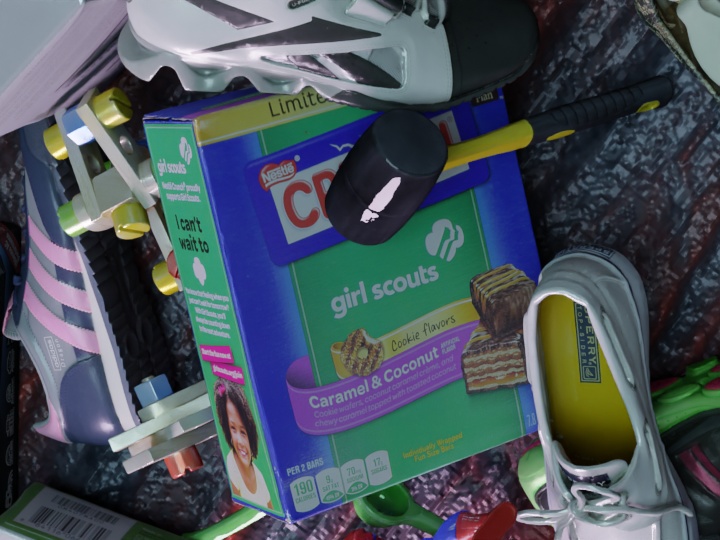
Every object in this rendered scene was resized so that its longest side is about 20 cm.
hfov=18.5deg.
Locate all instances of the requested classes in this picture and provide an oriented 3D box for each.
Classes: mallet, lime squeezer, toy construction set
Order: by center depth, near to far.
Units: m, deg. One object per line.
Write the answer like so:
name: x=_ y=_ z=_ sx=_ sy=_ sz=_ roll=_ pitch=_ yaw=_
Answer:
mallet: x=0.075 y=-0.068 z=1.049 sx=0.041 sy=0.200 sz=0.066 roll=59 pitch=152 yaw=17
toy construction set: x=-0.092 y=0.003 z=1.134 sx=0.092 sy=0.131 sz=0.200 roll=-11 pitch=92 yaw=20
lime squeezer: x=-0.006 y=0.135 z=1.194 sx=0.200 sy=0.038 sz=0.071 roll=4 pitch=104 yaw=14

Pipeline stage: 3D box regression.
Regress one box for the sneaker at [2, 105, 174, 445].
sneaker: x=-0.165 y=0.000 z=1.191 sx=0.082 sy=0.070 sz=0.200 roll=-11 pitch=95 yaw=22

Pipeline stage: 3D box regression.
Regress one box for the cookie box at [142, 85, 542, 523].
cookie box: x=0.000 y=0.000 z=1.092 sx=0.171 sy=0.075 sz=0.200 roll=-18 pitch=100 yaw=-26

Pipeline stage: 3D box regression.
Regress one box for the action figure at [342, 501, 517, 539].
action figure: x=0.031 y=0.155 z=1.121 sx=0.065 sy=0.200 sz=0.052 roll=36 pitch=68 yaw=-14

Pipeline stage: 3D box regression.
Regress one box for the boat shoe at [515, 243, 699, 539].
boat shoe: x=0.113 y=0.094 z=1.056 sx=0.075 sy=0.086 sz=0.202 roll=-1 pitch=107 yaw=24

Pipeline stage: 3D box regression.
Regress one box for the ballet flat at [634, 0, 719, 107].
ballet flat: x=0.203 y=-0.081 z=1.065 sx=0.200 sy=0.075 sz=0.068 roll=46 pitch=109 yaw=2

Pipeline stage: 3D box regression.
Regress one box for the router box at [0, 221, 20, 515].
router box: x=-0.238 y=0.080 z=1.187 sx=0.062 sy=0.150 sz=0.200 roll=6 pitch=104 yaw=14

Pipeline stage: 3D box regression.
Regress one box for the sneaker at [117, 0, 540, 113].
sneaker: x=-0.007 y=-0.127 z=1.019 sx=0.200 sy=0.074 sz=0.089 roll=0 pitch=134 yaw=-14

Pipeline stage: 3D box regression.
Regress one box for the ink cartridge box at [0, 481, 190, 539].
ink cartridge box: x=-0.167 y=0.230 z=1.245 sx=0.104 sy=0.059 sz=0.200 roll=19 pitch=114 yaw=10

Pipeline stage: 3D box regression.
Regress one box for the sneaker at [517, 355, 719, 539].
sneaker: x=0.180 y=0.093 z=1.119 sx=0.200 sy=0.077 sz=0.084 roll=-19 pitch=103 yaw=29

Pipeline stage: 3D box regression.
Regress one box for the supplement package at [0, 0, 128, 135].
supplement package: x=-0.167 y=-0.146 z=1.087 sx=0.114 sy=0.200 sz=0.110 roll=47 pitch=111 yaw=0
